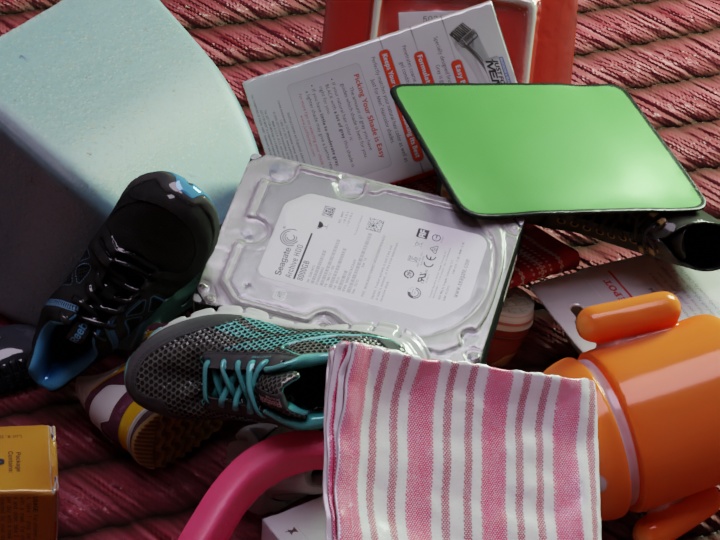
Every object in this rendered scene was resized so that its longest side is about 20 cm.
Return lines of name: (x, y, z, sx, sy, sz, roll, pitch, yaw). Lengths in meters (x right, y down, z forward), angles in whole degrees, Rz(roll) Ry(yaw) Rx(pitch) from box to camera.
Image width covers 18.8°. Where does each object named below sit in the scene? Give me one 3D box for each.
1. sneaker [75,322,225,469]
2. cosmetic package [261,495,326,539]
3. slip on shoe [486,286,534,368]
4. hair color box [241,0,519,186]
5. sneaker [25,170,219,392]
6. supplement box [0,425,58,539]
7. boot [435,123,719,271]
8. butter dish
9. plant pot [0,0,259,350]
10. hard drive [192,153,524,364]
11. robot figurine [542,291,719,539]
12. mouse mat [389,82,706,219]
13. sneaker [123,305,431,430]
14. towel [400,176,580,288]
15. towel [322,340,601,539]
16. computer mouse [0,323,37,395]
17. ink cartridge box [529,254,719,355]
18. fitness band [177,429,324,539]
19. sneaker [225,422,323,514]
sneaker: (-0.104, 0.060, 1.528, 0.200, 0.075, 0.090, -26, 49, -36)
cosmetic package: (0.050, 0.210, 1.379, 0.151, 0.052, 0.200, -17, 44, -28)
slip on shoe: (0.027, 0.023, 1.597, 0.200, 0.061, 0.074, 17, 28, 9)
hair color box: (0.021, -0.120, 1.661, 0.200, 0.111, 0.064, -18, -2, 0)
sneaker: (-0.159, 0.012, 1.451, 0.073, 0.200, 0.082, 34, 43, -6)
supplement box: (-0.295, 0.145, 1.403, 0.200, 0.069, 0.067, -2, 40, -8)
boot: (0.170, -0.049, 1.577, 0.200, 0.078, 0.138, 1, 22, -25)
butter dish: (0.067, -0.153, 1.768, 0.200, 0.200, 0.148, 6, -3, 1)
plant pot: (-0.187, -0.060, 1.582, 0.200, 0.196, 0.196, 42, 47, 10)
hard drive: (0.000, 0.000, 1.483, 0.200, 0.038, 0.140, 14, 54, 9)
robot figurine: (0.196, 0.101, 1.459, 0.200, 0.144, 0.117, -17, 45, -12)
mouse mat: (0.135, -0.089, 1.570, 0.200, 0.008, 0.161, -1, 40, -24)
sneaker: (-0.057, 0.066, 1.380, 0.200, 0.078, 0.091, -3, 9, 9)
towel: (0.048, -0.016, 1.591, 0.200, 0.022, 0.145, -17, 39, -41)
towel: (0.068, 0.124, 1.327, 0.200, 0.030, 0.146, 10, 69, -28)
computer mouse: (-0.305, 0.071, 1.517, 0.200, 0.034, 0.059, -15, 44, -24)
ink cartridge box: (0.230, 0.046, 1.594, 0.200, 0.067, 0.117, -12, 41, -22)
fitness band: (-0.050, 0.190, 1.339, 0.144, 0.037, 0.200, 18, 66, 31)
sneaker: (0.001, 0.097, 1.477, 0.081, 0.075, 0.200, -13, 21, 50)
